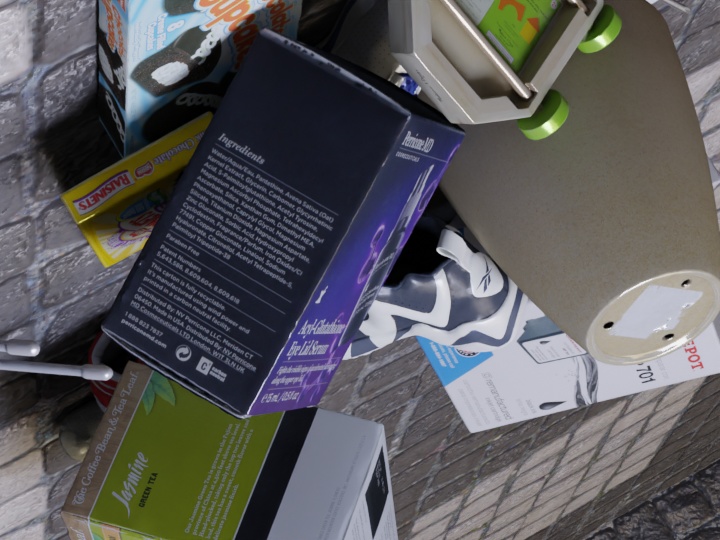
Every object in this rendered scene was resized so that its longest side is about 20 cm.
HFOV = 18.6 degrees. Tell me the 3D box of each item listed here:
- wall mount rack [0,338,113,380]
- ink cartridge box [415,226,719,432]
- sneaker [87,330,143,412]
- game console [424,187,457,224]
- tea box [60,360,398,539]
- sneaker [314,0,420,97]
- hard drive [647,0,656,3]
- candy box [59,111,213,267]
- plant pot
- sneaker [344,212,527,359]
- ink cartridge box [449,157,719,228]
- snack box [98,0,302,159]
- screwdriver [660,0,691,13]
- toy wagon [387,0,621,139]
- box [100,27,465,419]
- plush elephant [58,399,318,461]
[{"bbox_3d":[-0.270,0.081,1.448,0.174,0.075,0.200,-36,163,8],"label":"wall mount rack"},{"bbox_3d":[0.148,0.025,1.569,0.199,0.086,0.147,-14,142,14],"label":"ink cartridge box"},{"bbox_3d":[-0.106,0.055,1.627,0.199,0.071,0.113,-18,161,-4],"label":"sneaker"},{"bbox_3d":[-0.031,-0.026,1.552,0.176,0.031,0.200,5,141,-31],"label":"game console"},{"bbox_3d":[-0.086,0.188,1.568,0.200,0.196,0.134,82,26,-55],"label":"tea box"},{"bbox_3d":[0.010,-0.100,1.393,0.199,0.115,0.081,-40,162,18],"label":"sneaker"},{"bbox_3d":[0.219,-0.233,1.552,0.200,0.026,0.132,-30,162,-10],"label":"hard drive"},{"bbox_3d":[-0.129,-0.047,1.369,0.102,0.026,0.200,-28,175,-5],"label":"candy box"},{"bbox_3d":[0.150,-0.045,1.410,0.187,0.200,0.188,-14,144,-11],"label":"plant pot"},{"bbox_3d":[0.000,0.000,1.472,0.130,0.199,0.080,50,54,-48],"label":"sneaker"},{"bbox_3d":[0.144,-0.053,1.692,0.147,0.145,0.200,-17,155,-38],"label":"ink cartridge box"},{"bbox_3d":[-0.089,-0.143,1.238,0.116,0.037,0.200,-28,162,-17],"label":"snack box"},{"bbox_3d":[0.139,-0.200,1.383,0.200,0.029,0.028,15,143,-39],"label":"screwdriver"},{"bbox_3d":[0.095,-0.182,1.307,0.040,0.155,0.200,7,-123,50],"label":"toy wagon"},{"bbox_3d":[-0.041,-0.026,1.286,0.200,0.104,0.148,-61,166,8],"label":"box"},{"bbox_3d":[-0.101,0.134,1.739,0.200,0.155,0.165,-38,162,15],"label":"plush elephant"}]
